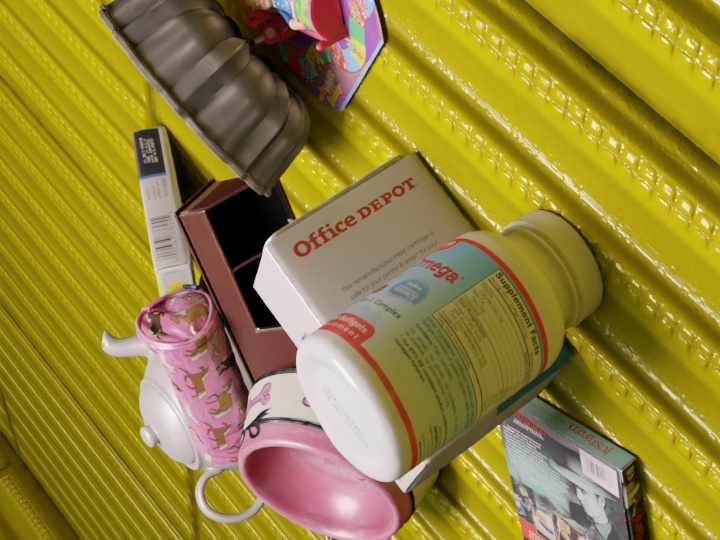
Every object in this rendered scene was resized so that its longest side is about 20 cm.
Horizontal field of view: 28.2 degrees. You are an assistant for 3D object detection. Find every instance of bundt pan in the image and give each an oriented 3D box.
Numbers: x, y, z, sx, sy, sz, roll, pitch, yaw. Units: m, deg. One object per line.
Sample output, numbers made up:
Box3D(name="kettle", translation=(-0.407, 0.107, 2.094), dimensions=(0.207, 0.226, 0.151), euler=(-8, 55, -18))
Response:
Box3D(name="bundt pan", translation=(-0.115, -0.159, 1.147), dimensions=(0.202, 0.076, 0.202), euler=(48, -175, -5))

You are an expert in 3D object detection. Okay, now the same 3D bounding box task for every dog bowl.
Box3D(name="dog bowl", translation=(-0.027, 0.181, 1.346), dimensions=(0.198, 0.074, 0.201), euler=(17, 144, 12))

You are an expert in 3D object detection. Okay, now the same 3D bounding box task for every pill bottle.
Box3D(name="pill bottle", translation=(0.063, 0.043, 0.953), dimensions=(0.109, 0.199, 0.109), euler=(43, 152, 29))

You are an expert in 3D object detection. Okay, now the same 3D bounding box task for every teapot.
Box3D(name="teapot", translation=(-0.186, 0.161, 1.652), dimensions=(0.199, 0.145, 0.199), euler=(33, 146, 42))

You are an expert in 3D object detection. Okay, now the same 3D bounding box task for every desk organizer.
Box3D(name="desk organizer", translation=(-0.090, 0.012, 1.350), dimensions=(0.076, 0.072, 0.202), euler=(-8, 115, 34))

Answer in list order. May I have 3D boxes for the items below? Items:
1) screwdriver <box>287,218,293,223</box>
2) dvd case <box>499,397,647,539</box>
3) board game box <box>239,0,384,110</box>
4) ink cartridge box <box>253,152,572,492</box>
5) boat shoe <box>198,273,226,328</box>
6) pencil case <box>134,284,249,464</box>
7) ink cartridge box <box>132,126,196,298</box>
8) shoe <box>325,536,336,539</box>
Box3D(name="screwdriver", translation=(0.000, 0.000, 1.244), dimensions=(0.200, 0.028, 0.029), euler=(43, 122, 33))
Box3D(name="dvd case", translation=(0.174, 0.197, 1.146), dimensions=(0.146, 0.022, 0.202), euler=(30, 145, 47))
Box3D(name="board game box", translation=(-0.057, -0.202, 1.091), dimensions=(0.159, 0.039, 0.200), euler=(56, 157, 6))
Box3D(name="ink cartridge box", translation=(0.036, 0.037, 1.067), dimensions=(0.201, 0.146, 0.086), euler=(52, 158, 14))
Box3D(name="boat shoe", translation=(-0.091, 0.072, 1.470), dimensions=(0.201, 0.070, 0.070), euler=(61, -166, 2))
Box3D(name="pencil case", translation=(-0.154, 0.107, 1.413), dimensions=(0.087, 0.082, 0.201), euler=(-88, -15, -45))
Box3D(name="ink cartridge box", translation=(-0.197, -0.011, 1.500), dimensions=(0.201, 0.046, 0.199), euler=(90, 166, -48))
Box3D(name="shoe", translation=(-0.027, 0.281, 1.598), dimensions=(0.070, 0.053, 0.202), euler=(21, 137, 54))
